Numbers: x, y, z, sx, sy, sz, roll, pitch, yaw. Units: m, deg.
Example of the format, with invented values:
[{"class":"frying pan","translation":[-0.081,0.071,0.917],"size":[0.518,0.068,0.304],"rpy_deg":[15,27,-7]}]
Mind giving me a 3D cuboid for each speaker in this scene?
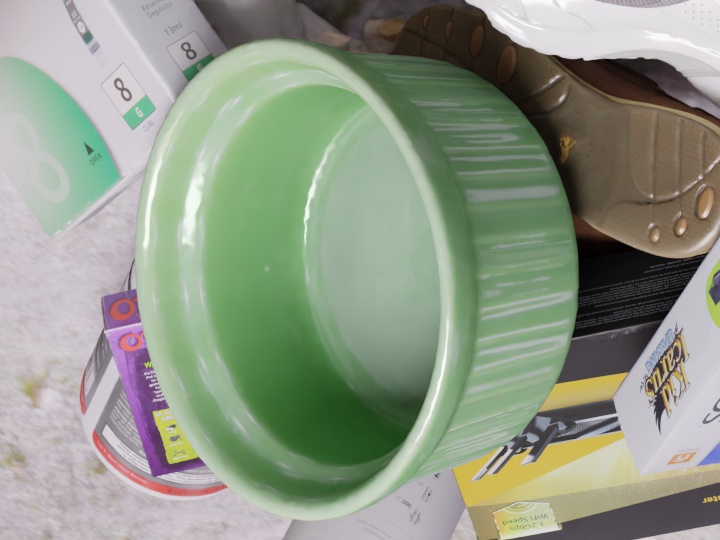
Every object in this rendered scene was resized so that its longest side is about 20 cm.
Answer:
[{"class":"speaker","translation":[0.018,0.115,1.102],"size":[0.081,0.201,0.082],"rpy_deg":[18,144,14]}]

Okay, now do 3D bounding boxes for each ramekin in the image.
[{"class":"ramekin","translation":[0.000,0.000,0.898],"size":[0.199,0.097,0.202],"rpy_deg":[8,101,46]}]

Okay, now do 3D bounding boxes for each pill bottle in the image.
[{"class":"pill bottle","translation":[-0.079,0.033,1.138],"size":[0.115,0.116,0.200],"rpy_deg":[30,142,-2]}]

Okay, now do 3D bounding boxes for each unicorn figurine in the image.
[{"class":"unicorn figurine","translation":[-0.051,-0.121,0.985],"size":[0.137,0.074,0.201],"rpy_deg":[9,127,40]}]

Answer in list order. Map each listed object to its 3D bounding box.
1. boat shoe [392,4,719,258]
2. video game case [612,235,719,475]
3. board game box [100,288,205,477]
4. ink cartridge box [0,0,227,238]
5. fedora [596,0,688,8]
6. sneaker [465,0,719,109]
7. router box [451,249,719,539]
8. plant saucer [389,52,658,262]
[{"class":"boat shoe","translation":[0.097,-0.060,0.913],"size":[0.199,0.067,0.073],"rpy_deg":[30,109,36]},{"class":"video game case","translation":[0.229,0.017,0.882],"size":[0.198,0.046,0.182],"rpy_deg":[-6,150,-19]},{"class":"board game box","translation":[-0.021,0.038,1.042],"size":[0.198,0.032,0.121],"rpy_deg":[-12,142,-2]},{"class":"ink cartridge box","translation":[-0.158,-0.131,0.992],"size":[0.201,0.050,0.161],"rpy_deg":[54,144,-3]},{"class":"fedora","translation":[0.097,-0.193,0.748],"size":[0.176,0.090,0.201],"rpy_deg":[33,151,32]},{"class":"sneaker","translation":[0.127,-0.133,0.851],"size":[0.198,0.078,0.100],"rpy_deg":[18,136,1]},{"class":"router box","translation":[0.138,0.063,1.022],"size":[0.198,0.053,0.158],"rpy_deg":[-12,133,10]},{"class":"plant saucer","translation":[0.077,-0.032,1.029],"size":[0.199,0.035,0.201],"rpy_deg":[18,142,14]}]
